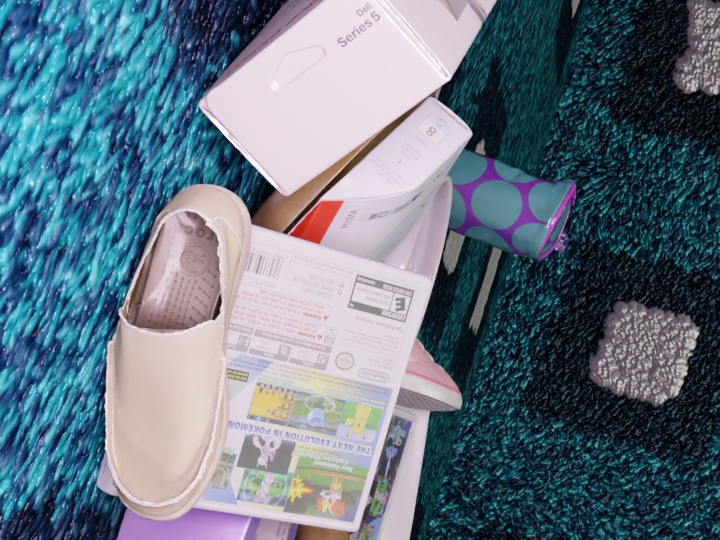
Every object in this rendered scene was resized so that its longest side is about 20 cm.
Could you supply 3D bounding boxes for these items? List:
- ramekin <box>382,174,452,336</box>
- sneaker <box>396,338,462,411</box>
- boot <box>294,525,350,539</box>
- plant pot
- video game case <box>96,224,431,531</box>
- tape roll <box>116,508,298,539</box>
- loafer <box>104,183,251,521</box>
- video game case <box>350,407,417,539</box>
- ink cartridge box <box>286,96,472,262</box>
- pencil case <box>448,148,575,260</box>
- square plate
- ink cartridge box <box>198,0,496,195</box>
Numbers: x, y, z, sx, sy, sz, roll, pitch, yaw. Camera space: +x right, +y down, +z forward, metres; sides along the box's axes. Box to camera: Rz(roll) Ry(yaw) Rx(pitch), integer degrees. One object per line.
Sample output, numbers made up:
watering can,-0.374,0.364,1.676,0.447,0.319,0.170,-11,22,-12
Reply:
ramekin,0.000,0.000,1.335,0.200,0.105,0.200,16,90,-81
sneaker,0.036,0.071,1.539,0.200,0.075,0.105,26,67,-41
boot,-0.036,0.195,1.281,0.200,0.066,0.175,-96,171,-65
plant pot,-0.019,-0.075,1.122,0.200,0.027,0.200,-45,178,-2
video game case,-0.057,0.069,1.011,0.200,0.022,0.183,16,91,-37
tape roll,-0.107,0.194,1.127,0.200,0.085,0.200,17,90,-80
loafer,-0.112,0.046,0.907,0.068,0.076,0.200,21,76,-79
video game case,-0.032,0.212,1.498,0.182,0.023,0.200,26,78,-49
ink cartridge box,-0.015,-0.016,1.119,0.200,0.047,0.160,-46,174,-33
pencil case,0.114,-0.080,1.551,0.092,0.200,0.085,-54,157,-34
square plate,-0.011,0.227,1.567,0.200,0.028,0.198,8,92,-51
ink cartridge box,0.005,-0.154,0.986,0.145,0.084,0.200,-34,-164,34
